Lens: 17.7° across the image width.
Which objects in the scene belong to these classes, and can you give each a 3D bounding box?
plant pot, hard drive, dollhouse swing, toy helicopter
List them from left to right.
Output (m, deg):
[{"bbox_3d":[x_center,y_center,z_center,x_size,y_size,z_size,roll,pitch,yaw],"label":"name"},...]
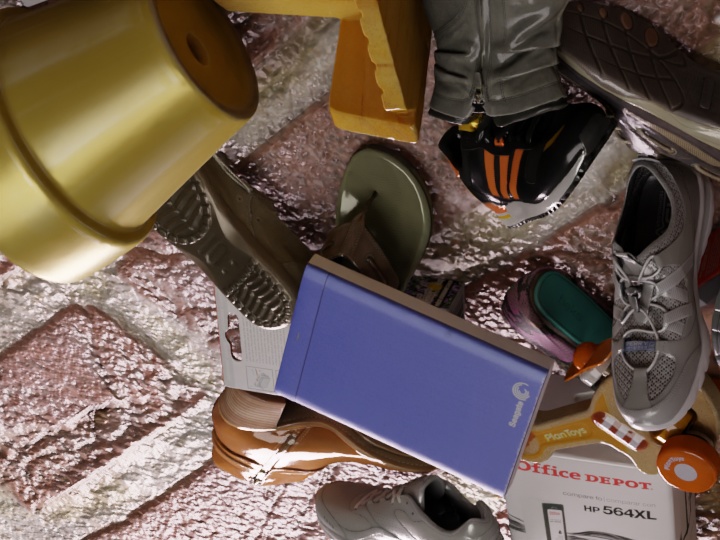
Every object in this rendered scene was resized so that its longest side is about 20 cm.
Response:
[{"bbox_3d":[-0.185,-0.120,1.682,0.188,0.201,0.201,-29,120,23],"label":"plant pot"},{"bbox_3d":[-0.057,-0.205,1.560,0.175,0.182,0.201,-4,134,12],"label":"dollhouse swing"},{"bbox_3d":[0.038,0.081,1.769,0.199,0.025,0.132,24,129,10],"label":"hard drive"},{"bbox_3d":[0.181,0.106,1.752,0.199,0.079,0.132,-16,122,41],"label":"toy helicopter"}]

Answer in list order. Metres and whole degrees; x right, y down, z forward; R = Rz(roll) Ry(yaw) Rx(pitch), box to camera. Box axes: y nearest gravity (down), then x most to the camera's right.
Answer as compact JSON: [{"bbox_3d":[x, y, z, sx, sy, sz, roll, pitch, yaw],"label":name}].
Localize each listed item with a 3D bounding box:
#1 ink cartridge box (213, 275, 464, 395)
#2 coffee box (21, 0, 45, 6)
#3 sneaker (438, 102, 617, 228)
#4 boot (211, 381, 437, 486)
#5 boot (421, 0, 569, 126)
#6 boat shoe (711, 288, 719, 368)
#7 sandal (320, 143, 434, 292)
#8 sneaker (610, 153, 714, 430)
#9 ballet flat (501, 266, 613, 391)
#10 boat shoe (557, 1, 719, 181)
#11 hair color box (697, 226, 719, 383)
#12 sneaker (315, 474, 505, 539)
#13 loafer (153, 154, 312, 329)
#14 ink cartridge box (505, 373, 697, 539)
[{"bbox_3d":[-0.015,0.053,1.876,0.199,0.050,0.110,8,123,17],"label":"ink cartridge box"},{"bbox_3d":[-0.238,-0.296,1.571,0.079,0.113,0.200,-14,127,34],"label":"coffee box"},{"bbox_3d":[0.108,-0.088,1.634,0.090,0.070,0.200,37,164,-5],"label":"sneaker"},{"bbox_3d":[-0.033,0.153,1.991,0.199,0.077,0.156,14,147,-6],"label":"boot"},{"bbox_3d":[0.125,-0.168,1.537,0.199,0.068,0.132,-7,94,39],"label":"boot"},{"bbox_3d":[0.305,0.064,1.669,0.074,0.065,0.203,13,137,38],"label":"boat shoe"},{"bbox_3d":[0.001,0.001,1.782,0.079,0.057,0.202,22,113,14],"label":"sandal"},{"bbox_3d":[0.199,0.013,1.634,0.074,0.201,0.082,-8,159,36],"label":"sneaker"},{"bbox_3d":[0.193,0.071,1.815,0.200,0.069,0.071,38,155,-11],"label":"ballet flat"},{"bbox_3d":[0.201,-0.113,1.601,0.199,0.075,0.073,29,139,-5],"label":"boat shoe"},{"bbox_3d":[0.291,0.018,1.709,0.101,0.061,0.200,34,139,-14],"label":"hair color box"},{"bbox_3d":[0.043,0.201,1.954,0.199,0.076,0.092,15,133,33],"label":"sneaker"},{"bbox_3d":[-0.110,-0.044,1.815,0.076,0.068,0.200,-34,96,37],"label":"loafer"},{"bbox_3d":[0.198,0.187,1.913,0.145,0.085,0.201,7,138,18],"label":"ink cartridge box"}]
